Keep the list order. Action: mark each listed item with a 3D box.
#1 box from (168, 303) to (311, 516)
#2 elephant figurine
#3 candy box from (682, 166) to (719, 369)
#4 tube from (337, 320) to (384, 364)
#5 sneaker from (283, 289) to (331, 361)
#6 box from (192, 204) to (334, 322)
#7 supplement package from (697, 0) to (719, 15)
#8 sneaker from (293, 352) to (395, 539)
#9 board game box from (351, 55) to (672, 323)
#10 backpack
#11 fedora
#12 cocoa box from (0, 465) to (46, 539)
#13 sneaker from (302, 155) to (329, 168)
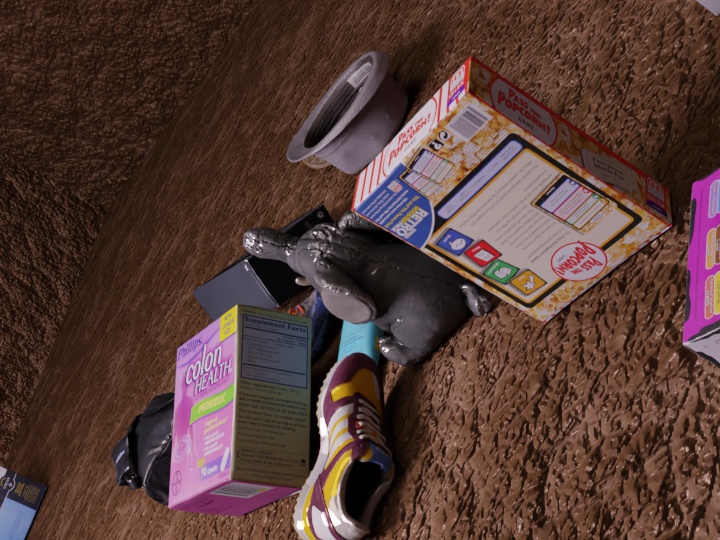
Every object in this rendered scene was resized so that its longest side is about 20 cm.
[{"bbox_3d":[-0.140,0.165,1.287,0.176,0.097,0.200,-33,50,52],"label":"box"},{"bbox_3d":[0.000,0.000,1.093,0.155,0.200,0.142,-50,22,28],"label":"elephant figurine"},{"bbox_3d":[0.283,-0.033,0.648,0.200,0.061,0.137,-38,29,49],"label":"candy box"},{"bbox_3d":[0.005,0.054,1.246,0.077,0.050,0.200,-42,31,52],"label":"tube"},{"bbox_3d":[-0.101,0.086,1.408,0.200,0.078,0.075,-46,25,36],"label":"sneaker"},{"bbox_3d":[-0.122,0.001,1.506,0.141,0.079,0.200,-36,5,-30],"label":"box"},{"bbox_3d":[0.300,-0.336,0.953,0.114,0.109,0.200,-41,27,43],"label":"supplement package"},{"bbox_3d":[0.002,0.167,1.069,0.090,0.075,0.200,-23,47,48],"label":"sneaker"},{"bbox_3d":[0.118,-0.055,0.880,0.151,0.200,0.046,-43,25,39],"label":"board game box"},{"bbox_3d":[-0.246,0.236,1.490,0.167,0.127,0.200,-54,16,-17],"label":"backpack"},{"bbox_3d":[-0.005,-0.206,1.560,0.200,0.090,0.177,-56,21,-6],"label":"fedora"},{"bbox_3d":[-0.780,0.537,2.386,0.133,0.131,0.200,-35,31,51],"label":"cocoa box"},{"bbox_3d":[-0.018,-0.245,1.704,0.200,0.067,0.090,-53,3,38],"label":"sneaker"}]
